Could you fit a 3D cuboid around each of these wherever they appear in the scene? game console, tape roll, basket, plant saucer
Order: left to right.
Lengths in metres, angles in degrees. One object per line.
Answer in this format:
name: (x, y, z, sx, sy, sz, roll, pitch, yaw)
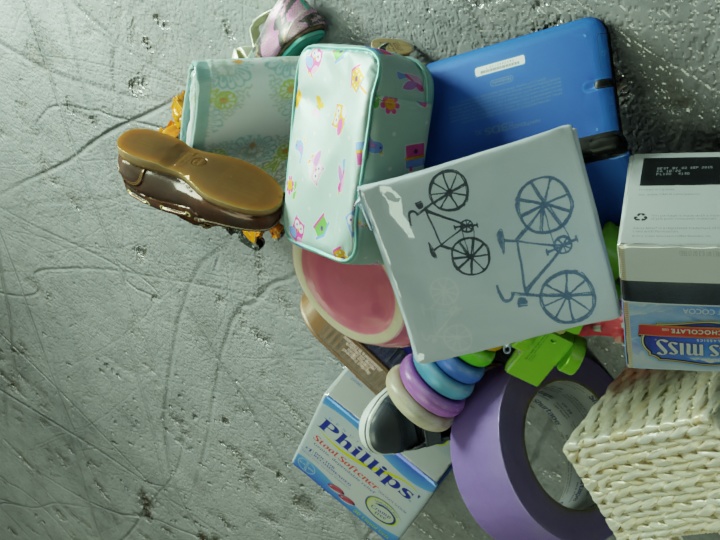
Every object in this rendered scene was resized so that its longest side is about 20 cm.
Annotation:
plant saucer: (0.000, 0.000, 1.205, 0.199, 0.051, 0.203, 25, 134, 29)
game console: (0.158, -0.113, 1.056, 0.198, 0.118, 0.174, -11, 80, 30)
tape roll: (0.197, 0.190, 1.213, 0.201, 0.200, 0.085, 51, 144, -9)
basket: (0.330, 0.157, 1.063, 0.197, 0.200, 0.162, -25, 101, 51)

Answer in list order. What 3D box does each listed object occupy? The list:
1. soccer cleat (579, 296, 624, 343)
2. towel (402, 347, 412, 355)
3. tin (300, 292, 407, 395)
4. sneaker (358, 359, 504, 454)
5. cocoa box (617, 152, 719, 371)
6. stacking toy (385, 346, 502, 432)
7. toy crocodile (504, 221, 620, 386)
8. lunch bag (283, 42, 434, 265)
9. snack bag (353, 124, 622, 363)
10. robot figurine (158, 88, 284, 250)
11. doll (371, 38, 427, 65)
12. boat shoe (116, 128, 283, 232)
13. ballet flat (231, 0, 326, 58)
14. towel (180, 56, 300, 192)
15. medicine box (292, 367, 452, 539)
soccer cleat: (0.236, 0.034, 1.146, 0.198, 0.078, 0.067, -9, 153, 32)
towel: (0.035, 0.019, 1.297, 0.200, 0.049, 0.148, 45, 161, 7)
tin: (0.016, 0.082, 1.361, 0.200, 0.112, 0.042, 43, 117, 2)
sneaker: (0.094, 0.148, 1.267, 0.079, 0.198, 0.080, 13, 121, 56)
cocoa box: (0.314, -0.007, 0.927, 0.197, 0.134, 0.133, 1, 128, 20)
stacking toy: (0.114, 0.068, 1.162, 0.085, 0.085, 0.201, 41, 113, 4)
toy crocodile: (0.192, 0.037, 1.082, 0.067, 0.062, 0.201, 21, 133, -2)
lunch bag: (-0.008, -0.113, 1.073, 0.160, 0.076, 0.203, 20, 104, 57)
snack bag: (0.114, -0.014, 1.007, 0.197, 0.021, 0.191, -16, 113, 12)
robot figurine: (-0.157, -0.118, 1.377, 0.200, 0.058, 0.145, 46, 144, 0)
doll: (0.018, -0.134, 1.174, 0.137, 0.048, 0.202, 55, 143, 37)
boat shoe: (-0.160, -0.080, 1.160, 0.198, 0.070, 0.071, 25, 133, 26)
ballet flat: (-0.102, -0.224, 1.226, 0.072, 0.069, 0.200, 60, 141, 13)
towel: (-0.104, -0.150, 1.219, 0.201, 0.169, 0.049, 110, 146, -53)
medicine box: (0.026, 0.230, 1.497, 0.181, 0.103, 0.201, 37, 144, 10)
